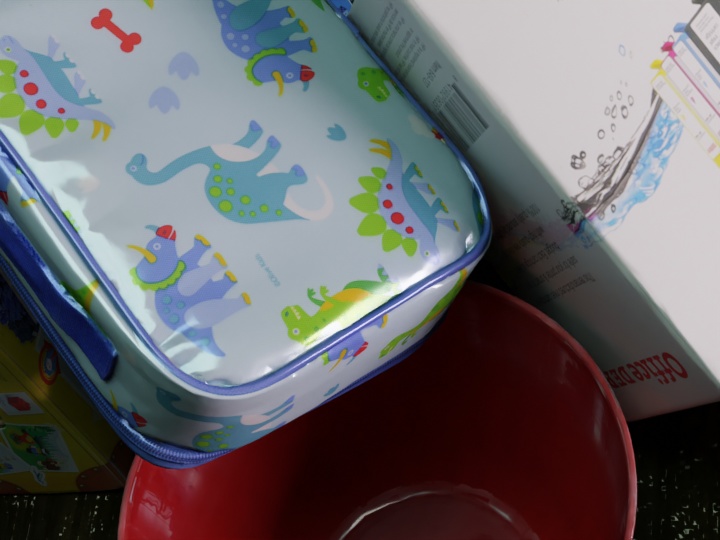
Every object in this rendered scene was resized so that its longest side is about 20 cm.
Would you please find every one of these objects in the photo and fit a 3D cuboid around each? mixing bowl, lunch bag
[{"bbox_3d":[0.015,0.114,0.688,0.199,0.109,0.201,-8,56,12],"label":"mixing bowl"},{"bbox_3d":[-0.065,-0.038,0.645,0.160,0.083,0.200,-31,74,-31],"label":"lunch bag"}]

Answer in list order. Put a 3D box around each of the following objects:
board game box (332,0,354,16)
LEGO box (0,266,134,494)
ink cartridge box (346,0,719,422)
[{"bbox_3d":[0.064,-0.070,0.771,0.200,0.019,0.103,40,59,0],"label":"board game box"},{"bbox_3d":[-0.164,-0.012,0.764,0.077,0.200,0.150,-5,57,18],"label":"LEGO box"},{"bbox_3d":[0.109,-0.064,0.675,0.144,0.147,0.200,-38,89,-11],"label":"ink cartridge box"}]
